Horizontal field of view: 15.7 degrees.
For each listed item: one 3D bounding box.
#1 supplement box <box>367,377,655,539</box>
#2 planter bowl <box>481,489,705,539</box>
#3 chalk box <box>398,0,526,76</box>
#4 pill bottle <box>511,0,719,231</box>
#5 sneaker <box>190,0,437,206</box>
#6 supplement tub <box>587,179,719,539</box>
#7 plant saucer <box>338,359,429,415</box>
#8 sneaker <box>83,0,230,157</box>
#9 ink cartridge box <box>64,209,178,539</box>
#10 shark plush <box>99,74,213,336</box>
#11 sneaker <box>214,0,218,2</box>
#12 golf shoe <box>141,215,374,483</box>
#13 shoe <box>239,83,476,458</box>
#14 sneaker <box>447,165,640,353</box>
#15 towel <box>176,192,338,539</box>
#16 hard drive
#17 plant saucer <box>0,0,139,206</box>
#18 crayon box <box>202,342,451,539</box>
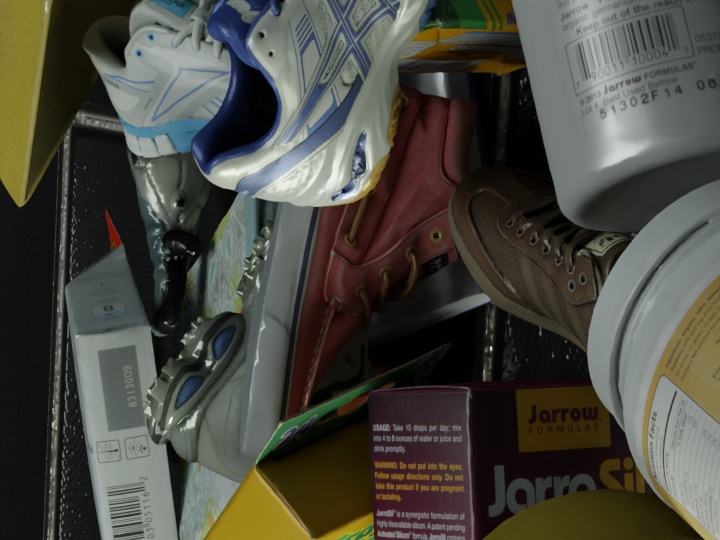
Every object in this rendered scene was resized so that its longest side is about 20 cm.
[{"bbox_3d":[0.074,0.151,1.223,0.086,0.110,0.200,-5,87,57],"label":"supplement box"},{"bbox_3d":[0.100,0.151,1.113,0.200,0.200,0.084,-56,36,42],"label":"planter bowl"},{"bbox_3d":[0.044,-0.201,1.245,0.124,0.125,0.200,-11,83,57],"label":"chalk box"},{"bbox_3d":[0.122,-0.127,1.135,0.114,0.114,0.200,-34,63,53],"label":"pill bottle"},{"bbox_3d":[-0.019,-0.121,1.155,0.075,0.088,0.200,38,121,53],"label":"sneaker"},{"bbox_3d":[0.192,0.061,1.003,0.200,0.144,0.145,45,128,48],"label":"supplement tub"},{"bbox_3d":[0.012,0.147,1.396,0.200,0.032,0.201,3,94,57],"label":"plant saucer"},{"bbox_3d":[-0.077,-0.113,1.380,0.200,0.075,0.087,-6,129,44],"label":"sneaker"},{"bbox_3d":[-0.147,0.070,1.540,0.200,0.047,0.160,-121,23,-66],"label":"ink cartridge box"},{"bbox_3d":[-0.099,-0.051,1.516,0.083,0.091,0.200,105,155,-54],"label":"shark plush"},{"bbox_3d":[-0.055,-0.204,1.455,0.087,0.075,0.200,4,95,52],"label":"sneaker"},{"bbox_3d":[-0.024,0.022,1.336,0.200,0.097,0.078,-57,-3,-12],"label":"golf shoe"},{"bbox_3d":[0.000,0.000,1.271,0.071,0.091,0.200,122,159,-75],"label":"shoe"},{"bbox_3d":[0.113,0.000,1.183,0.200,0.070,0.076,46,151,34],"label":"sneaker"},{"bbox_3d":[-0.060,0.059,1.444,0.171,0.048,0.200,125,147,-58],"label":"towel"},{"bbox_3d":[0.019,-0.070,1.382,0.132,0.025,0.200,-25,70,55],"label":"hard drive"},{"bbox_3d":[-0.166,-0.169,1.487,0.200,0.048,0.200,107,-175,-54],"label":"plant saucer"},{"bbox_3d":[-0.023,0.132,1.297,0.052,0.126,0.200,49,134,18],"label":"crayon box"}]
